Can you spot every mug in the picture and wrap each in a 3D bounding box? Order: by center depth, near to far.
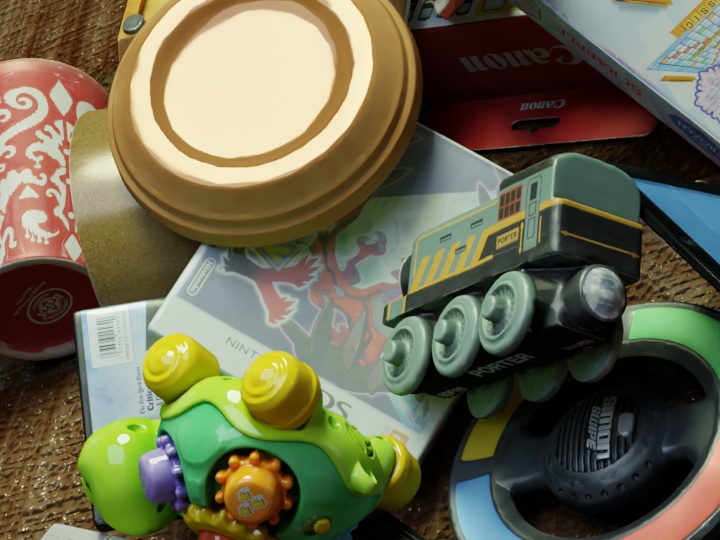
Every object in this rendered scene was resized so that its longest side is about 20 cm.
[{"bbox_3d":[-0.241,-0.027,1.567,0.133,0.178,0.200,-3,45,-10],"label":"mug"}]

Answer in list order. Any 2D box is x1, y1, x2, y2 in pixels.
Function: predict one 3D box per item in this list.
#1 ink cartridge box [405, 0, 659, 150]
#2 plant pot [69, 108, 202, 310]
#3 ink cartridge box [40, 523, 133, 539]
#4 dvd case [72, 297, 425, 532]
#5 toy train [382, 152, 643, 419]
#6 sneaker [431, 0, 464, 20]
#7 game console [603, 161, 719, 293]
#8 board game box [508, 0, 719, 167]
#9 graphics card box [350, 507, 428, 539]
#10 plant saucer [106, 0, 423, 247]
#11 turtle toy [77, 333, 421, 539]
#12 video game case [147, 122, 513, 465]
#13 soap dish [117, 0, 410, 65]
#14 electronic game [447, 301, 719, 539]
[{"bbox_3d":[0.120,-0.174,1.403,0.200,0.084,0.176,-3,53,39],"label":"ink cartridge box"},{"bbox_3d":[-0.062,-0.042,1.374,0.200,0.187,0.187,-16,43,12],"label":"plant pot"},{"bbox_3d":[-0.155,0.218,1.224,0.116,0.067,0.200,-53,21,-19],"label":"ink cartridge box"},{"bbox_3d":[-0.070,0.076,1.275,0.200,0.018,0.143,-9,64,-2],"label":"dvd case"},{"bbox_3d":[0.081,0.011,1.161,0.200,0.085,0.114,-27,51,57],"label":"toy train"},{"bbox_3d":[0.031,-0.217,1.292,0.078,0.115,0.200,-51,3,-6],"label":"sneaker"},{"bbox_3d":[0.258,-0.035,1.124,0.176,0.116,0.200,-40,38,2],"label":"game console"},{"bbox_3d":[0.220,-0.188,1.277,0.199,0.041,0.200,41,82,14],"label":"board game box"},{"bbox_3d":[-0.026,0.227,1.167,0.200,0.051,0.125,-51,38,-10],"label":"graphics card box"},{"bbox_3d":[-0.063,-0.110,1.283,0.200,0.037,0.200,-6,63,12],"label":"plant saucer"},{"bbox_3d":[-0.072,0.110,1.169,0.200,0.146,0.101,7,66,40],"label":"turtle toy"},{"bbox_3d":[0.000,0.000,1.270,0.182,0.023,0.200,29,72,9],"label":"video game case"},{"bbox_3d":[-0.064,-0.190,1.421,0.200,0.081,0.158,-8,48,22],"label":"soap dish"},{"bbox_3d":[0.137,0.097,1.154,0.200,0.042,0.200,-24,37,20],"label":"electronic game"}]
